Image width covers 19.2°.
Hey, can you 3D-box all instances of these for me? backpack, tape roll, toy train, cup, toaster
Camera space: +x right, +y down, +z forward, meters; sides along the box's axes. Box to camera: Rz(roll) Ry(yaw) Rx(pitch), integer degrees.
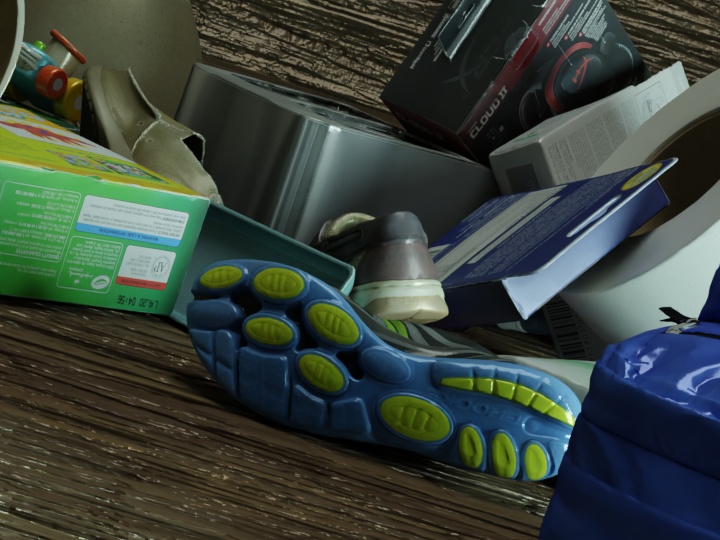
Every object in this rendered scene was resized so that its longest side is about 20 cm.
[{"bbox_3d":[0.164,0.079,0.819,0.162,0.168,0.200,16,9,34],"label":"backpack"},{"bbox_3d":[0.229,-0.013,1.249,0.139,0.203,0.203,46,0,-18],"label":"tape roll"},{"bbox_3d":[-0.170,-0.115,1.497,0.200,0.056,0.150,37,-17,-15],"label":"toy train"},{"bbox_3d":[-0.202,-0.159,1.663,0.200,0.144,0.200,18,9,-3],"label":"cup"},{"bbox_3d":[-0.032,-0.047,1.379,0.200,0.119,0.181,13,9,-34],"label":"toaster"}]

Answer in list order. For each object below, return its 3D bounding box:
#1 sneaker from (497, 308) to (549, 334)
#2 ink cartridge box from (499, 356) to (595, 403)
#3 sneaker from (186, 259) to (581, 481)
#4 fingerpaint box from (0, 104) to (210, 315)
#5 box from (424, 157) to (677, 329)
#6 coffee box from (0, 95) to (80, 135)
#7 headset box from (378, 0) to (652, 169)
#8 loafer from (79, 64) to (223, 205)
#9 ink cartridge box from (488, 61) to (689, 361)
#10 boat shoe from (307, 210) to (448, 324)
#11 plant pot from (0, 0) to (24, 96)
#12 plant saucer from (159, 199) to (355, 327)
[{"bbox_3d":[0.196,0.019,1.541,0.146,0.077,0.202,10,14,21],"label":"sneaker"},{"bbox_3d":[0.092,0.059,1.147,0.200,0.050,0.161,26,10,30],"label":"ink cartridge box"},{"bbox_3d":[0.009,0.053,1.018,0.199,0.071,0.083,20,-6,2],"label":"sneaker"},{"bbox_3d":[-0.210,-0.043,1.109,0.167,0.074,0.200,26,10,38],"label":"fingerpaint box"},{"bbox_3d":[0.094,-0.011,1.222,0.032,0.121,0.200,58,-26,-10],"label":"box"},{"bbox_3d":[-0.253,-0.093,1.453,0.200,0.044,0.123,24,10,32],"label":"coffee box"},{"bbox_3d":[0.108,-0.126,1.444,0.075,0.149,0.200,28,-10,35],"label":"headset box"},{"bbox_3d":[-0.132,-0.064,1.315,0.067,0.076,0.200,-2,35,-17],"label":"loafer"},{"bbox_3d":[0.176,-0.036,1.408,0.050,0.161,0.200,-14,11,38],"label":"ink cartridge box"},{"bbox_3d":[0.000,0.000,1.193,0.072,0.065,0.200,2,-2,-14],"label":"boat shoe"},{"bbox_3d":[-0.317,-0.151,1.315,0.187,0.188,0.200,16,-5,-18],"label":"plant pot"},{"bbox_3d":[-0.088,-0.003,1.159,0.200,0.070,0.019,25,-15,40],"label":"plant saucer"}]
